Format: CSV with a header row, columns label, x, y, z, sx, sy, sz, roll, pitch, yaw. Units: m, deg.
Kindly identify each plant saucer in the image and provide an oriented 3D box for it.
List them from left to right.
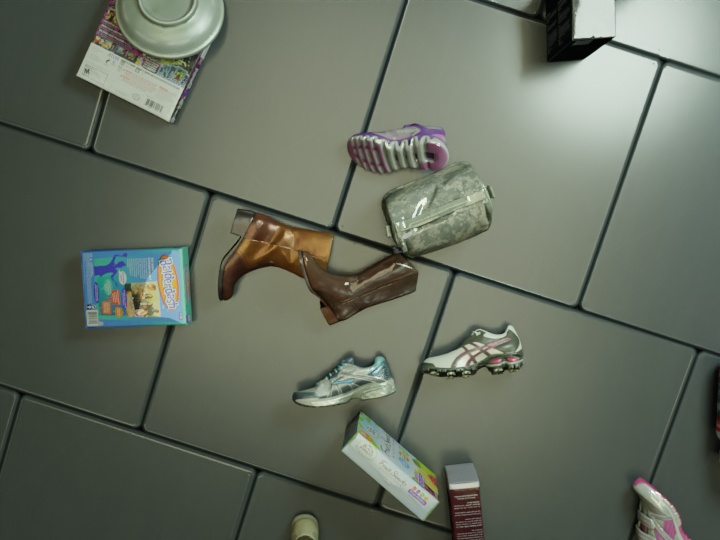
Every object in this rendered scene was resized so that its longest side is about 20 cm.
label,x,y,z,sx,sy,sz,roll,pitch,yaw
plant saucer,-0.354,-0.491,1.408,0.200,0.050,0.200,1,78,-6

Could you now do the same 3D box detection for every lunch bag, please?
label,x,y,z,sx,sy,sz,roll,pitch,yaw
lunch bag,0.138,-0.108,1.394,0.200,0.168,0.140,-21,94,4

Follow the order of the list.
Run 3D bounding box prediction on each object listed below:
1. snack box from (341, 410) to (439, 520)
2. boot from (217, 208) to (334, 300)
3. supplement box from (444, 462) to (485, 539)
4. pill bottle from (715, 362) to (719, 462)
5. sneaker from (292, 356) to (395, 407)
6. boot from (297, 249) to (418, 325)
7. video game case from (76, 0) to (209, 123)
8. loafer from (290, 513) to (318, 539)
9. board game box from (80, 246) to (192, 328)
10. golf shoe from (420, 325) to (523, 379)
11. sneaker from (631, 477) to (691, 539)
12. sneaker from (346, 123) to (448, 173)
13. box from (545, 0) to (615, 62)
label,x,y,z,sx,sy,sz,roll,pitch,yaw
snack box,0.057,0.366,1.448,0.200,0.142,0.053,41,95,-2
boot,-0.166,-0.008,1.478,0.200,0.068,0.189,17,92,-10
supplement box,0.204,0.487,1.471,0.061,0.109,0.200,-7,94,3
pill bottle,0.733,0.270,1.435,0.116,0.116,0.200,1,94,1
sneaker,-0.036,0.216,1.482,0.200,0.078,0.086,-10,82,-5
boot,0.000,0.000,1.437,0.200,0.064,0.187,-22,127,6
video game case,-0.410,-0.405,1.450,0.200,0.036,0.182,26,94,-1
loafer,-0.111,0.588,1.507,0.076,0.068,0.200,-6,95,2
board game box,-0.434,0.033,1.483,0.200,0.045,0.152,-1,94,2
golf shoe,0.212,0.161,1.472,0.200,0.077,0.088,-7,74,0
sneaker,0.573,0.498,1.475,0.088,0.081,0.200,-30,93,2
sneaker,0.075,-0.238,1.437,0.200,0.089,0.081,4,137,19
box,0.383,-0.457,1.342,0.079,0.200,0.141,-5,95,2
